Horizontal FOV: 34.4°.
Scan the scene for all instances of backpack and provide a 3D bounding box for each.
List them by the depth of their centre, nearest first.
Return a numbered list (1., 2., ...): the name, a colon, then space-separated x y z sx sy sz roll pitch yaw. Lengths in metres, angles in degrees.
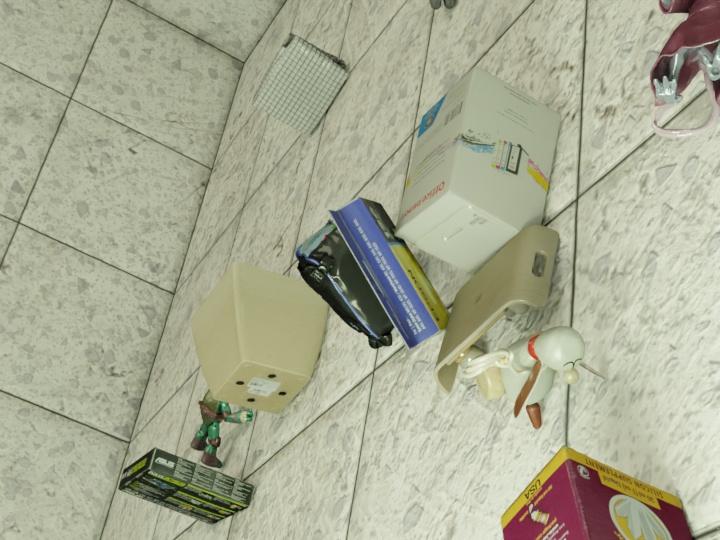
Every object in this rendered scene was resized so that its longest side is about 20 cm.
1. backpack: 0.000 0.000 1.753 0.147 0.184 0.200 -43 13 -8

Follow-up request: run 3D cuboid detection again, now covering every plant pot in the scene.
1. plant pot: -0.178 0.136 2.066 0.200 0.197 0.179 -47 36 42

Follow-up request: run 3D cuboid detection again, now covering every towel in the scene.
1. towel: -0.140 -0.438 2.710 0.201 0.164 0.086 -55 15 28

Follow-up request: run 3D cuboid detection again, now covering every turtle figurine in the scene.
1. turtle figurine: -0.271 0.275 2.283 0.150 0.099 0.203 -122 54 -69

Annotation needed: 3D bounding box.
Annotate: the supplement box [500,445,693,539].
1. supplement box: 0.200 0.260 0.927 0.104 0.129 0.201 -54 22 28

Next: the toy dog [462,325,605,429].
1. toy dog: 0.184 0.116 1.202 0.130 0.098 0.200 -22 -5 8

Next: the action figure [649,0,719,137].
1. action figure: 0.374 -0.253 1.208 0.201 0.132 0.150 -65 -29 -41

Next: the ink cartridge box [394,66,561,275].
1. ink cartridge box: 0.153 -0.124 1.521 0.147 0.143 0.203 -36 34 56

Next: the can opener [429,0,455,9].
1. can opener: 0.149 -0.537 2.238 0.201 0.052 0.068 -94 2 -55

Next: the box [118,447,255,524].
1. box: -0.314 0.389 2.082 0.193 0.198 0.048 -40 31 53

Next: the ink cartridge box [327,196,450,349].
1. ink cartridge box: 0.044 -0.001 1.490 0.047 0.199 0.200 -31 -5 8

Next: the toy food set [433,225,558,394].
1. toy food set: 0.168 0.049 1.422 0.200 0.060 0.144 -47 14 41
